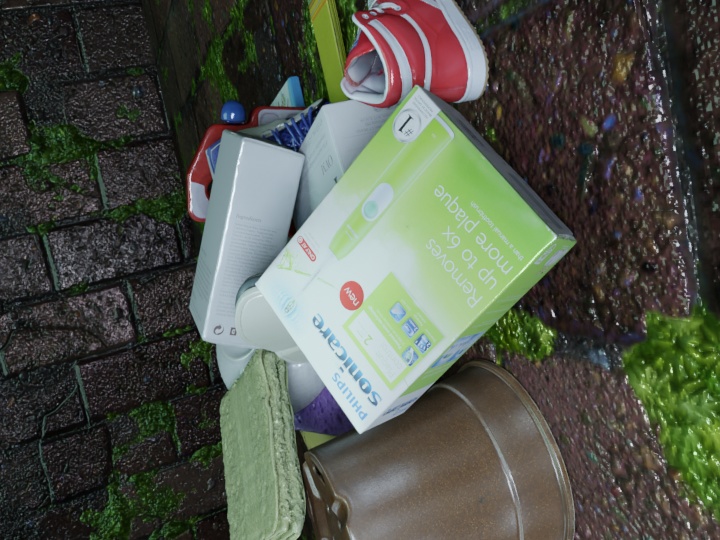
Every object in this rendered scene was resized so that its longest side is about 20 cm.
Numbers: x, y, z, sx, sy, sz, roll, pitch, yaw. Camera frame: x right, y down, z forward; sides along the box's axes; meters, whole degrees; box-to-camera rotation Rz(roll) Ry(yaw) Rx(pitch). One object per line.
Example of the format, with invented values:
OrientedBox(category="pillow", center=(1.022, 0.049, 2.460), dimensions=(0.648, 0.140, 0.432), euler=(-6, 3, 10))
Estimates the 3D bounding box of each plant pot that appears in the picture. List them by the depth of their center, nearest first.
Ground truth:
OrientedBox(category="plant pot", center=(0.059, 0.211, 0.609), dimensions=(0.199, 0.193, 0.207), euler=(165, 90, -69))

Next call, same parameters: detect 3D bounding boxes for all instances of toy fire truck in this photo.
OrientedBox(category="toy fire truck", center=(-0.129, -0.132, 0.861), dimensions=(0.112, 0.194, 0.174), euler=(-151, 61, -66))

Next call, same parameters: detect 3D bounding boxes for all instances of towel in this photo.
OrientedBox(category="towel", center=(-0.105, 0.196, 0.684), dimensions=(0.149, 0.036, 0.205), euler=(-50, 44, 42))
OrientedBox(category="towel", center=(-0.039, -0.292, 0.810), dimensions=(0.086, 0.018, 0.207), euler=(-170, 67, -74))

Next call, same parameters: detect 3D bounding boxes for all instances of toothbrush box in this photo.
OrientedBox(category="toothbrush box", center=(0.037, -0.005, 0.495), dimensions=(0.200, 0.085, 0.147), euler=(-47, 70, 22))

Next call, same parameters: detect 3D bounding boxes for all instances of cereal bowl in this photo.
OrientedBox(category="cereal bowl", center=(-0.113, 0.070, 0.799), dimensions=(0.196, 0.082, 0.207), euler=(-16, 65, 39))

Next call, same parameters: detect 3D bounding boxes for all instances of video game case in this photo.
OrientedBox(category="video game case", center=(-0.116, -0.209, 1.065), dimensions=(0.199, 0.017, 0.148), euler=(169, 88, -70))

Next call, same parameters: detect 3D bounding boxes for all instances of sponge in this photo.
OrientedBox(category="sponge", center=(-0.059, 0.139, 0.801), dimensions=(0.196, 0.029, 0.115), euler=(-4, 71, 43))

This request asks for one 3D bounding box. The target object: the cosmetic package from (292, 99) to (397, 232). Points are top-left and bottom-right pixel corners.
OrientedBox(category="cosmetic package", center=(0.015, -0.042, 0.674), dimensions=(0.199, 0.120, 0.206), euler=(144, 109, -69))

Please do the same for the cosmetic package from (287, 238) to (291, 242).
OrientedBox(category="cosmetic package", center=(-0.130, -0.049, 1.077), dimensions=(0.199, 0.110, 0.084), euler=(37, 138, 58))

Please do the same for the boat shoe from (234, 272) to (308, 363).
OrientedBox(category="boat shoe", center=(-0.075, 0.038, 0.636), dimensions=(0.201, 0.071, 0.063), euler=(59, -164, -66))

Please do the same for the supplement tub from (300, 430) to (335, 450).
OrientedBox(category="supplement tub", center=(-0.012, 0.187, 0.861), dimensions=(0.148, 0.141, 0.202), euler=(97, 151, -44))

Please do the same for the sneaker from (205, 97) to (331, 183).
OrientedBox(category="sneaker", center=(-0.079, -0.153, 0.767), dimensions=(0.114, 0.195, 0.083), euler=(-23, 88, 59))

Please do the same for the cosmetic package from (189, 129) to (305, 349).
OrientedBox(category="cosmetic package", center=(-0.122, -0.035, 0.686), dimensions=(0.101, 0.072, 0.206), euler=(35, 113, 62))

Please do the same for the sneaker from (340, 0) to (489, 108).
OrientedBox(category="sneaker", center=(0.018, -0.215, 0.562), dimensions=(0.072, 0.109, 0.203), euler=(103, 147, -51))
